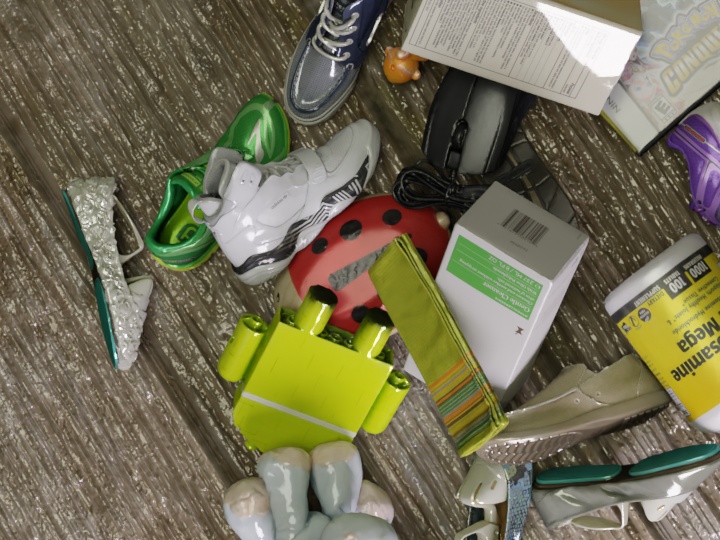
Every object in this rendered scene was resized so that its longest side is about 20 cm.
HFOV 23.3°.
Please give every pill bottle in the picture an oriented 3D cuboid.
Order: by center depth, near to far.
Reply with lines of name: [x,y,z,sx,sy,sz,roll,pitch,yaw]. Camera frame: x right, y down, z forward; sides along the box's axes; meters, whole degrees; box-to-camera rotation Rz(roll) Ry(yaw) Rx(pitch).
pill bottle: [0.325,0.075,1.608,0.112,0.112,0.200,-38,83,9]

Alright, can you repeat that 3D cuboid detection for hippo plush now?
hippo plush: [-0.048,0.266,1.634,0.159,0.161,0.201,34,94,-21]

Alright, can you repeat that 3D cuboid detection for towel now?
towel: [0.066,0.070,1.594,0.018,0.086,0.201,-18,73,-33]

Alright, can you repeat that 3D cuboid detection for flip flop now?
flip flop: [0.152,-0.070,1.678,0.081,0.058,0.201,-27,68,2]

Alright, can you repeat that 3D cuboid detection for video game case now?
video game case: [0.282,-0.242,1.665,0.200,0.025,0.181,-42,82,8]

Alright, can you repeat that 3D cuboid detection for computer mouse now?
computer mouse: [0.113,-0.147,1.655,0.138,0.053,0.201,13,73,26]

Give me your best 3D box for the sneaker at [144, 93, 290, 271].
sneaker: [-0.139,-0.084,1.718,0.074,0.084,0.201,37,96,19]

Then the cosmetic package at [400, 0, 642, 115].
cosmetic package: [0.146,-0.228,1.592,0.199,0.071,0.105,18,131,-10]

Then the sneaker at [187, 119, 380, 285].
sneaker: [-0.074,-0.091,1.676,0.200,0.075,0.115,-47,122,-6]

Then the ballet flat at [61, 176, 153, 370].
ballet flat: [-0.244,-0.003,1.752,0.071,0.072,0.201,-18,86,11]

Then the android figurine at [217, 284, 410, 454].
android figurine: [-0.048,0.109,1.684,0.181,0.041,0.201,20,120,-12]

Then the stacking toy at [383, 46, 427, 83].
stacking toy: [0.089,-0.259,1.676,0.116,0.110,0.200,42,108,13]

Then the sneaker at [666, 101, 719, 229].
sneaker: [0.355,-0.058,1.635,0.083,0.080,0.201,-33,76,26]

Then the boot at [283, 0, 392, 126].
boot: [-0.024,-0.237,1.694,0.072,0.090,0.201,27,95,10]

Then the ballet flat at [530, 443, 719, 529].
ballet flat: [0.255,0.207,1.631,0.199,0.067,0.064,-14,97,31]

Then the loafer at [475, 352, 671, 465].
loafer: [0.192,0.128,1.639,0.199,0.076,0.069,-13,67,-19]

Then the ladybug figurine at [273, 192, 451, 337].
ladybug figurine: [0.000,0.000,1.696,0.200,0.072,0.136,-36,82,9]

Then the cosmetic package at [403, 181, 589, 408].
cosmetic package: [0.123,0.032,1.611,0.107,0.085,0.201,30,134,14]

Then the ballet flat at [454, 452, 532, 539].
ballet flat: [0.121,0.238,1.664,0.074,0.074,0.202,3,89,12]
